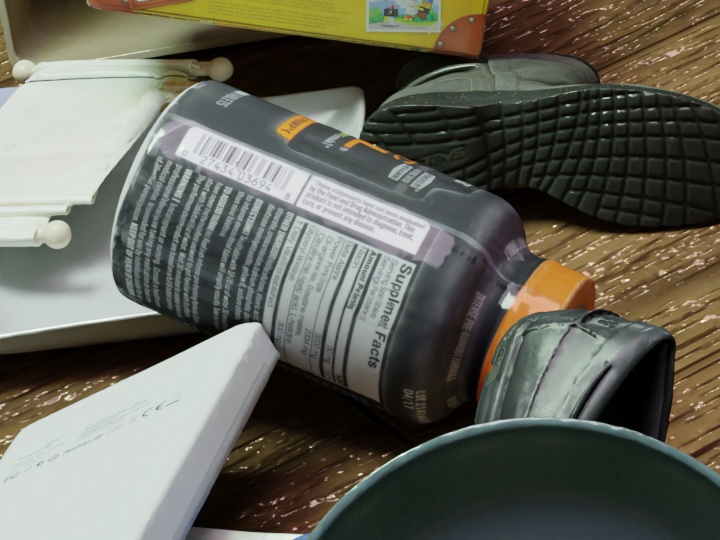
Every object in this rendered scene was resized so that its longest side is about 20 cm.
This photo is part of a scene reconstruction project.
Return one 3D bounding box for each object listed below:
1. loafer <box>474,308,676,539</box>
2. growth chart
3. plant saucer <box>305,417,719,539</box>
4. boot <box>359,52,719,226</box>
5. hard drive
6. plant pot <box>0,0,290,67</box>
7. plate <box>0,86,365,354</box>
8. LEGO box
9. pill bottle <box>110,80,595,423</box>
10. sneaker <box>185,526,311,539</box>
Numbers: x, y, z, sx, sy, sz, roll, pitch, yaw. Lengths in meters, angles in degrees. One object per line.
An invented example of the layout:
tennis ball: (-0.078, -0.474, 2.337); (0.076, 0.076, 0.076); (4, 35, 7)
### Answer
loafer: (0.068, 0.110, 1.039); (0.070, 0.068, 0.202); (-1, 72, 44)
growth chart: (-0.168, -0.061, 1.467); (0.144, 0.018, 0.200); (3, 33, 25)
plant saucer: (0.063, 0.151, 0.991); (0.199, 0.201, 0.036); (-6, -6, 6)
boot: (0.103, -0.079, 1.440); (0.199, 0.068, 0.131); (5, 23, 13)
hard drive: (-0.113, 0.095, 1.177); (0.131, 0.026, 0.200); (-26, 16, 22)
plant pot: (-0.110, -0.242, 1.658); (0.199, 0.201, 0.177); (-9, 19, 2)
plate: (-0.094, -0.019, 1.424); (0.198, 0.032, 0.200); (-7, 31, 4)
LEGO box: (-0.033, -0.175, 1.508); (0.199, 0.078, 0.149); (7, 19, -2)
pill bottle: (0.000, 0.000, 1.272); (0.199, 0.107, 0.106); (23, 41, 16)
sneaker: (-0.014, 0.138, 1.096); (0.199, 0.077, 0.111); (-6, 25, 15)
